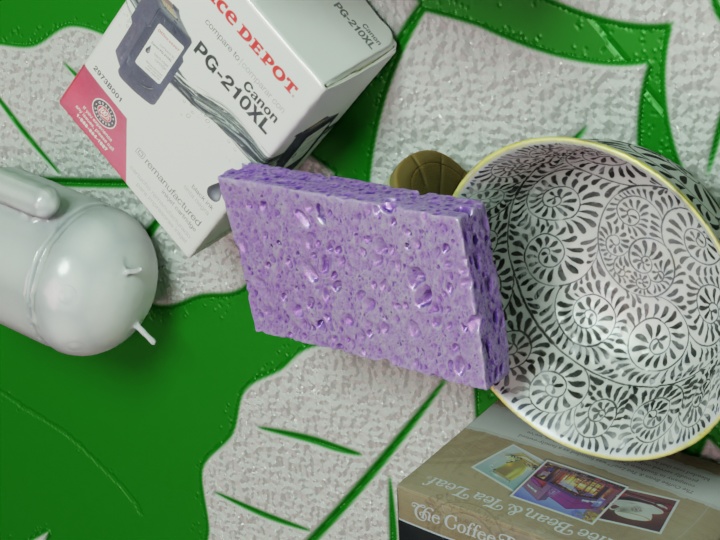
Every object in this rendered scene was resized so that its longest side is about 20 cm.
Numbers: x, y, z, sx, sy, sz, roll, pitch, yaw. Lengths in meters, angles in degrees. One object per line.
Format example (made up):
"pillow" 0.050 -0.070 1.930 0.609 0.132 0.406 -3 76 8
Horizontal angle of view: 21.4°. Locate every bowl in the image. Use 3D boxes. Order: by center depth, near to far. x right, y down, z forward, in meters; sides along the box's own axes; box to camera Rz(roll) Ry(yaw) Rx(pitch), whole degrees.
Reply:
"bowl" 0.154 0.001 1.114 0.200 0.094 0.202 20 125 31

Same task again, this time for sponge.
"sponge" 0.000 0.000 1.161 0.199 0.030 0.112 12 122 41

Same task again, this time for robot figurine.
"robot figurine" -0.232 -0.007 1.414 0.199 0.113 0.170 22 149 29

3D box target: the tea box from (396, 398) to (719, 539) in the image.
"tea box" 0.141 0.215 1.214 0.199 0.133 0.198 17 124 32

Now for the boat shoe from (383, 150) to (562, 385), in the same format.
"boat shoe" 0.080 0.017 1.208 0.201 0.074 0.066 56 148 2

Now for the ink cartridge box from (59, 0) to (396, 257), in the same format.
"ink cartridge box" -0.090 -0.129 1.252 0.145 0.084 0.200 49 134 6
